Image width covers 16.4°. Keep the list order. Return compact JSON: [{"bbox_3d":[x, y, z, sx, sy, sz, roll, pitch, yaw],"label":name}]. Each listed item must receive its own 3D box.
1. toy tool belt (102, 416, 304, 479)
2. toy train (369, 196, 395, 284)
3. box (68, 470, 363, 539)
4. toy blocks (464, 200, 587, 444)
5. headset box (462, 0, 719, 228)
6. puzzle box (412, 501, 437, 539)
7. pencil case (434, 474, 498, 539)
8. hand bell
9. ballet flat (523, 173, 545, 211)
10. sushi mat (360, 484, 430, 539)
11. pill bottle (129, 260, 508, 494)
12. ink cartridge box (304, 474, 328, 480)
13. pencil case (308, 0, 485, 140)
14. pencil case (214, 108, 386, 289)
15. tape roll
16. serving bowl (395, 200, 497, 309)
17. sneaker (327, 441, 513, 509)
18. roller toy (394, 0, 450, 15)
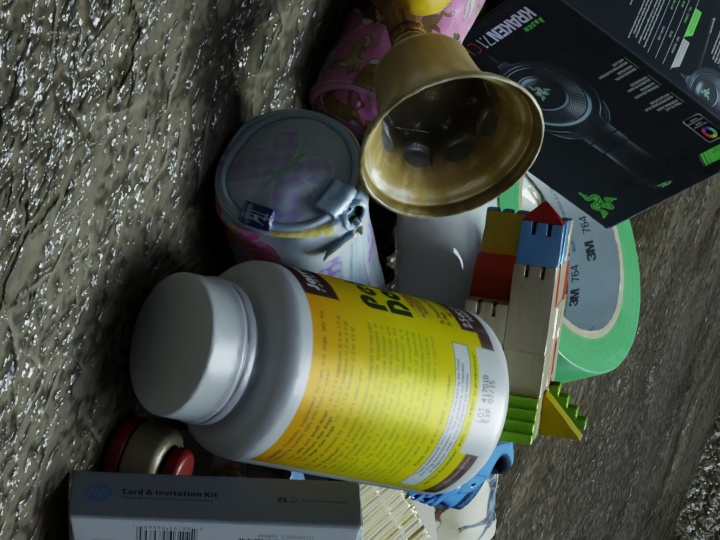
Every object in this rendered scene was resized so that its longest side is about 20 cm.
[{"bbox_3d":[-0.064,0.144,1.425,0.200,0.123,0.125,65,45,-67],"label":"toy tool belt"},{"bbox_3d":[0.000,0.000,1.627,0.200,0.046,0.034,89,2,-54],"label":"toy train"},{"bbox_3d":[-0.083,0.199,1.365,0.041,0.156,0.200,-93,-174,-55],"label":"box"},{"bbox_3d":[0.095,0.023,1.504,0.200,0.100,0.137,-21,119,-82],"label":"toy blocks"},{"bbox_3d":[0.157,-0.131,1.612,0.174,0.200,0.093,-28,-148,55],"label":"headset box"},{"bbox_3d":[0.030,0.253,1.782,0.133,0.025,0.200,145,-60,-70],"label":"puzzle box"},{"bbox_3d":[0.059,0.121,1.830,0.078,0.089,0.200,-54,150,-55],"label":"pencil case"},{"bbox_3d":[0.025,-0.136,1.405,0.104,0.104,0.200,89,-14,-48],"label":"hand bell"},{"bbox_3d":[0.110,-0.047,1.900,0.071,0.071,0.200,-56,157,-44],"label":"ballet flat"},{"bbox_3d":[-0.041,0.211,1.581,0.200,0.012,0.096,-42,137,-8],"label":"sushi mat"},{"bbox_3d":[-0.023,0.057,1.366,0.200,0.109,0.109,14,95,-37],"label":"pill bottle"},{"bbox_3d":[-0.033,0.230,1.709,0.136,0.076,0.200,-50,154,-53],"label":"ink cartridge box"},{"bbox_3d":[0.040,-0.165,1.518,0.086,0.083,0.200,-13,-131,57],"label":"pencil case"},{"bbox_3d":[-0.027,-0.010,1.444,0.200,0.091,0.083,80,32,-60],"label":"pencil case"},{"bbox_3d":[0.134,-0.019,1.803,0.200,0.048,0.201,28,55,-50],"label":"tape roll"},{"bbox_3d":[0.056,-0.008,1.640,0.200,0.066,0.200,2,90,-89],"label":"serving bowl"},{"bbox_3d":[0.049,0.128,1.659,0.200,0.066,0.079,-20,89,-59],"label":"sneaker"},{"bbox_3d":[0.039,-0.252,1.313,0.182,0.140,0.200,59,51,-68],"label":"roller toy"}]
